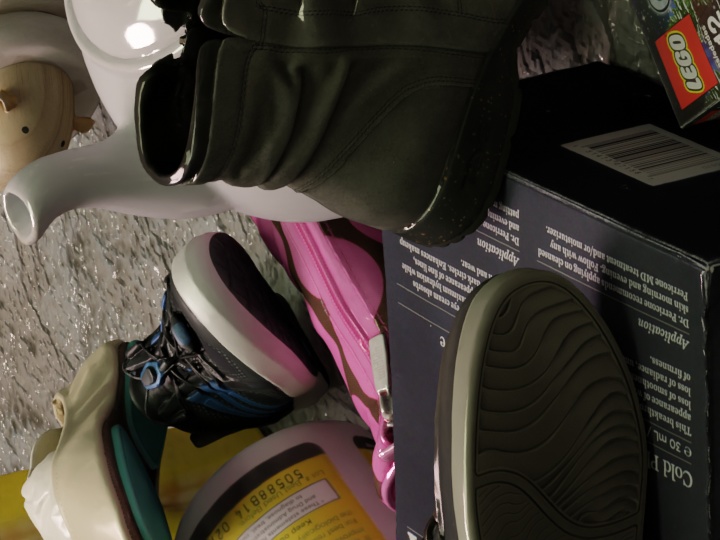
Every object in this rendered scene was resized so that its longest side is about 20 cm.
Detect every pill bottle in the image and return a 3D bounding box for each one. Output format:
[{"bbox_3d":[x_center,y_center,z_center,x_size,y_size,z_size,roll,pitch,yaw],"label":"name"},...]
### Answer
[{"bbox_3d":[0.011,0.168,1.250,0.200,0.111,0.112,52,144,37],"label":"pill bottle"}]

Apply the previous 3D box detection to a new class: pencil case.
[{"bbox_3d":[0.000,0.000,1.208,0.091,0.093,0.200,-48,59,30],"label":"pencil case"}]

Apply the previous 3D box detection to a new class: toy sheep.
[{"bbox_3d":[-0.193,-0.118,1.465,0.200,0.137,0.138,62,150,32],"label":"toy sheep"}]

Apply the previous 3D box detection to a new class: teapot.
[{"bbox_3d":[-0.043,-0.124,1.109,0.197,0.146,0.201,-34,51,32],"label":"teapot"}]

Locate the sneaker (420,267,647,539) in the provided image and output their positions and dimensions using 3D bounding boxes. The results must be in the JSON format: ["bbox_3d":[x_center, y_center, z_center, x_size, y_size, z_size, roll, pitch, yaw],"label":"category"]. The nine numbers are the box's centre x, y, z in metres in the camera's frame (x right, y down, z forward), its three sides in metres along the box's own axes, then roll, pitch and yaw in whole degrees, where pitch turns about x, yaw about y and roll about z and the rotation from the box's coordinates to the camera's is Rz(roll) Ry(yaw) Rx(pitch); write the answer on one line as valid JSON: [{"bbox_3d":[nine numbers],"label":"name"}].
[{"bbox_3d":[0.039,0.091,0.978,0.106,0.075,0.201,16,118,54],"label":"sneaker"}]

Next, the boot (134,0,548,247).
[{"bbox_3d":[0.002,-0.112,0.969,0.068,0.130,0.201,7,81,53],"label":"boot"}]

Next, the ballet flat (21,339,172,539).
[{"bbox_3d":[-0.118,0.092,1.304,0.200,0.069,0.070,-96,1,-72],"label":"ballet flat"}]

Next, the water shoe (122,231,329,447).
[{"bbox_3d":[-0.064,0.042,1.276,0.072,0.079,0.200,59,-179,16],"label":"water shoe"}]

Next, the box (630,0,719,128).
[{"bbox_3d":[0.117,-0.165,0.973,0.137,0.038,0.201,-39,69,60],"label":"box"}]

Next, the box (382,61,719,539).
[{"bbox_3d":[0.102,0.043,1.032,0.200,0.104,0.183,30,127,53],"label":"box"}]

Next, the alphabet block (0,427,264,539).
[{"bbox_3d":[-0.106,0.218,1.400,0.195,0.196,0.200,50,143,36],"label":"alphabet block"}]
